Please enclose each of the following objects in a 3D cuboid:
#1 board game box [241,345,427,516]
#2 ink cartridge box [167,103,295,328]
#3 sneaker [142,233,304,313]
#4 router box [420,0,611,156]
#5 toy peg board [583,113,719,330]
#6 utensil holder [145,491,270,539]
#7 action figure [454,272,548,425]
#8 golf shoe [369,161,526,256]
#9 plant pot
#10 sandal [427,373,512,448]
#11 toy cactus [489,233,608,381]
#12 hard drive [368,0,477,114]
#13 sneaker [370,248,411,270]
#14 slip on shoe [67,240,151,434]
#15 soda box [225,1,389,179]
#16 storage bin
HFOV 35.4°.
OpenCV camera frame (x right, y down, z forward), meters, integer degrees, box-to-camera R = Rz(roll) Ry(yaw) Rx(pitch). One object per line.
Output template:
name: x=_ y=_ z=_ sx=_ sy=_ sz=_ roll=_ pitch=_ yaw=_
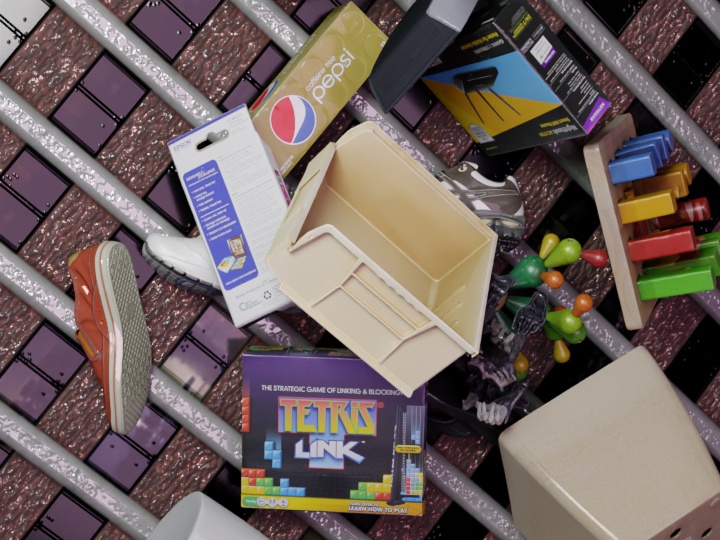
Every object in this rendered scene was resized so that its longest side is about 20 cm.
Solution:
board game box: x=-0.027 y=0.169 z=1.202 sx=0.196 sy=0.057 sz=0.168 roll=1 pitch=97 yaw=5
ink cartridge box: x=-0.115 y=-0.054 z=1.124 sx=0.094 sy=0.037 sz=0.203 roll=-24 pitch=84 yaw=12
sneaker: x=-0.132 y=-0.013 z=1.189 sx=0.197 sy=0.074 sz=0.089 roll=14 pitch=79 yaw=-24
router box: x=0.149 y=-0.198 z=1.175 sx=0.149 sy=0.199 sz=0.051 roll=45 pitch=74 yaw=-16
toy peg board: x=0.333 y=-0.067 z=1.239 sx=0.096 sy=0.200 sz=0.202 roll=-11 pitch=102 yaw=26
utensil holder: x=-0.135 y=0.351 z=1.170 sx=0.199 sy=0.170 sz=0.171 roll=40 pitch=84 yaw=-13
action figure: x=0.131 y=0.097 z=1.195 sx=0.101 sy=0.119 sz=0.202 roll=-32 pitch=149 yaw=-33
golf shoe: x=0.087 y=-0.076 z=1.247 sx=0.197 sy=0.078 sz=0.096 roll=9 pitch=70 yaw=-14
plant pot: x=0.289 y=0.244 z=1.235 sx=0.198 sy=0.177 sz=0.202 roll=-29 pitch=136 yaw=-12
sandal: x=0.104 y=0.163 z=1.271 sx=0.199 sy=0.076 sz=0.048 roll=35 pitch=104 yaw=-17
toy cactus: x=0.176 y=0.029 z=1.246 sx=0.163 sy=0.201 sz=0.103 roll=21 pitch=48 yaw=2
hard drive: x=0.073 y=-0.252 z=1.127 sx=0.042 sy=0.201 sz=0.135 roll=38 pitch=130 yaw=-10
sneaker: x=0.001 y=0.000 z=1.207 sx=0.198 sy=0.094 sz=0.070 roll=29 pitch=131 yaw=-31
slip on shoe: x=-0.259 y=0.070 z=1.159 sx=0.060 sy=0.074 sz=0.203 roll=-2 pitch=105 yaw=18
soda box: x=-0.057 y=-0.184 z=1.187 sx=0.068 sy=0.064 sz=0.201 roll=41 pitch=83 yaw=-17
storage bin: x=0.025 y=-0.018 z=1.099 sx=0.198 sy=0.201 sz=0.094 roll=41 pitch=124 yaw=-15
